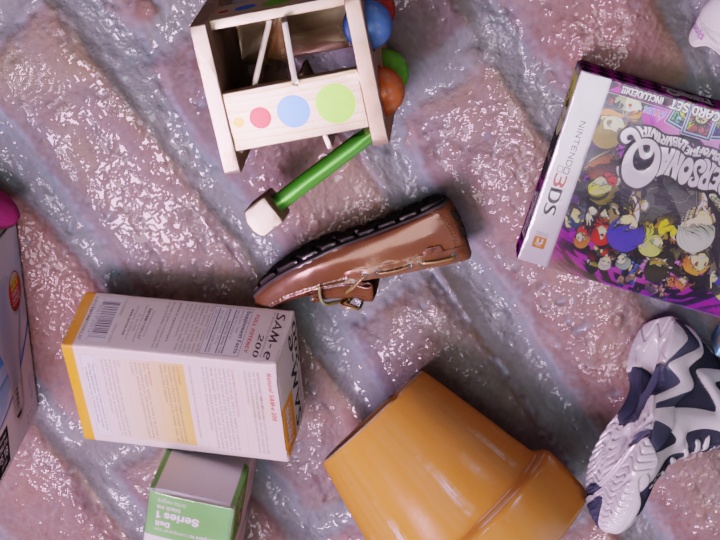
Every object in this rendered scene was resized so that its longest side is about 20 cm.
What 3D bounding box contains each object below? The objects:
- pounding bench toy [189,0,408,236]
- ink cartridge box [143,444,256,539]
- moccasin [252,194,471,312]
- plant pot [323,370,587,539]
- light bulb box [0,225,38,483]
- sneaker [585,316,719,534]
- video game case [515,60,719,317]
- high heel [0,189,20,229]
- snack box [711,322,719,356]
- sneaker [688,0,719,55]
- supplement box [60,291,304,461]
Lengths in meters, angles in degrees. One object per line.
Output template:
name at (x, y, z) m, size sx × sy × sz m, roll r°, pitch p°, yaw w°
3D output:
pounding bench toy at (-0.035, -0.136, 1.282) m, size 0.154 × 0.124 × 0.202 m, roll -9°, pitch 112°, yaw 8°
ink cartridge box at (-0.156, 0.262, 1.448) m, size 0.084 × 0.146 × 0.202 m, roll 12°, pitch 113°, yaw 1°
moccasin at (0.000, 0.000, 1.368) m, size 0.200 × 0.074 × 0.078 m, roll -21°, pitch 102°, yaw 5°
plant pot at (0.070, 0.199, 1.388) m, size 0.200 × 0.200 × 0.183 m, roll -43°, pitch 88°, yaw 20°
light bulb box at (-0.376, 0.079, 1.363) m, size 0.123 × 0.199 × 0.202 m, roll 0°, pitch 114°, yaw 3°
sneaker at (0.284, 0.155, 1.368) m, size 0.129 × 0.201 × 0.079 m, roll 29°, pitch 154°, yaw -20°
video game case at (0.254, -0.068, 1.333) m, size 0.198 × 0.036 × 0.183 m, roll 16°, pitch 114°, yaw -2°
high heel at (-0.383, -0.110, 1.352) m, size 0.199 × 0.068 × 0.097 m, roll 24°, pitch 123°, yaw -2°
snack box at (0.427, 0.055, 1.368) m, size 0.198 × 0.037 × 0.117 m, roll 21°, pitch 113°, yaw -4°
sneaker at (0.361, -0.164, 1.274) m, size 0.200 × 0.075 × 0.100 m, roll 38°, pitch 125°, yaw -6°
supplement box at (-0.156, 0.095, 1.389) m, size 0.198 × 0.074 × 0.127 m, roll 6°, pitch 132°, yaw 10°
